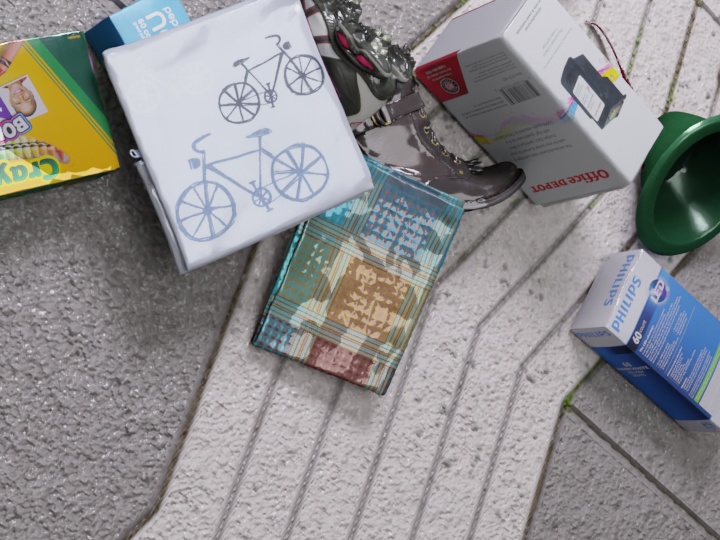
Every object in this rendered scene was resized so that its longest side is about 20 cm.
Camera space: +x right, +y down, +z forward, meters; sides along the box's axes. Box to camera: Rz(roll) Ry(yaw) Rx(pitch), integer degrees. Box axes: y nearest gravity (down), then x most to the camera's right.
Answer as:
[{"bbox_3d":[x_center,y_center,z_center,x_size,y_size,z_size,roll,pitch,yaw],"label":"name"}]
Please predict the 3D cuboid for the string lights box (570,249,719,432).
[{"bbox_3d":[0.328,0.078,1.407,0.200,0.059,0.103,40,66,-22],"label":"string lights box"}]

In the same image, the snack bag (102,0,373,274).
[{"bbox_3d":[-0.105,-0.122,1.101,0.188,0.021,0.200,-25,101,-18],"label":"snack bag"}]

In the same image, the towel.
[{"bbox_3d":[0.000,0.000,1.200,0.147,0.022,0.200,23,89,-19],"label":"towel"}]

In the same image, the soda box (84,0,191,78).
[{"bbox_3d":[-0.153,-0.137,1.134,0.068,0.064,0.200,-35,102,-29],"label":"soda box"}]

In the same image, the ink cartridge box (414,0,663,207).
[{"bbox_3d":[0.175,-0.167,1.287,0.200,0.146,0.083,45,63,-20],"label":"ink cartridge box"}]

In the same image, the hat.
[{"bbox_3d":[0.328,-0.145,1.454,0.166,0.176,0.200,-2,124,-33],"label":"hat"}]

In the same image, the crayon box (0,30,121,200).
[{"bbox_3d":[-0.305,-0.113,1.042,0.200,0.058,0.119,-17,94,-31],"label":"crayon box"}]

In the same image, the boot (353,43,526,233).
[{"bbox_3d":[0.060,-0.134,1.260,0.200,0.069,0.174,-19,96,-29],"label":"boot"}]

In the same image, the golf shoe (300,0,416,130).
[{"bbox_3d":[-0.035,-0.213,1.179,0.077,0.088,0.200,11,36,-43],"label":"golf shoe"}]
